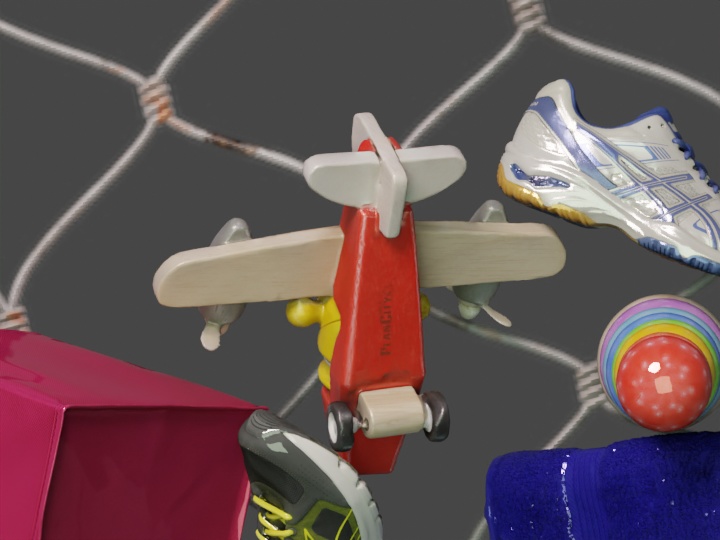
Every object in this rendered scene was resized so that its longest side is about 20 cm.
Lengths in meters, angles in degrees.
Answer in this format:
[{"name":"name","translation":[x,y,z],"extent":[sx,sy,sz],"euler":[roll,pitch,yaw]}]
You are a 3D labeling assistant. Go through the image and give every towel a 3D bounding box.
[{"name":"towel","translation":[0.163,0.175,1.562],"extent":[0.200,0.050,0.148],"euler":[-12,96,44]}]

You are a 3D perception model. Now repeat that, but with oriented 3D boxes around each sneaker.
[{"name":"sneaker","translation":[-0.031,0.169,1.578],"extent":[0.085,0.074,0.200],"euler":[-43,130,-18]},{"name":"sneaker","translation":[0.187,-0.053,1.595],"extent":[0.200,0.075,0.088],"euler":[22,90,4]}]

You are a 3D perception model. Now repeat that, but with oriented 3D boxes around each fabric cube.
[{"name":"fabric cube","translation":[-0.205,0.150,1.562],"extent":[0.199,0.196,0.200],"euler":[16,95,33]}]

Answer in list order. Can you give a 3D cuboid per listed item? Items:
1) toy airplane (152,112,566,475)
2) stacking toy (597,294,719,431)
[{"name":"toy airplane","translation":[0.000,0.000,1.581],"extent":[0.200,0.141,0.199],"euler":[42,88,-23]},{"name":"stacking toy","translation":[0.177,0.060,1.535],"extent":[0.085,0.200,0.086],"euler":[0,92,8]}]
